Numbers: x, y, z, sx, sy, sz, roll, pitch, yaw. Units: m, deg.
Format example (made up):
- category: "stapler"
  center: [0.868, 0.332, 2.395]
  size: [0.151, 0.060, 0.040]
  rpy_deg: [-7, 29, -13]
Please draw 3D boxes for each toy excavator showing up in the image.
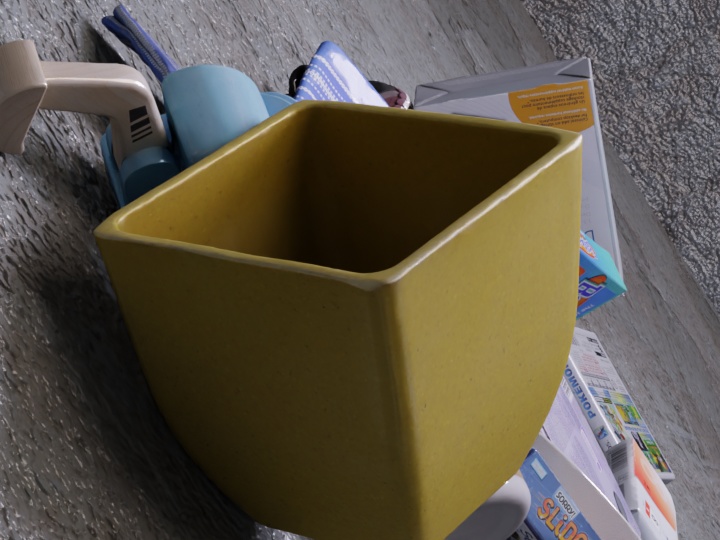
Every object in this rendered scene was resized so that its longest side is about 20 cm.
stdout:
- category: "toy excavator"
  center: [-0.117, -0.077, 1.275]
  size: [0.200, 0.194, 0.100]
  rpy_deg: [87, -16, -55]

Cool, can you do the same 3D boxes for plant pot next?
- category: "plant pot"
  center: [0.004, 0.041, 1.198]
  size: [0.194, 0.195, 0.200]
  rpy_deg: [-36, 125, -44]

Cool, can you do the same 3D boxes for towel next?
- category: "towel"
  center: [-0.091, -0.084, 1.475]
  size: [0.200, 0.024, 0.145]
  rpy_deg: [47, 0, -34]
- category: "towel"
  center: [-0.007, -0.076, 1.701]
  size: [0.145, 0.024, 0.200]
  rpy_deg: [48, 36, -23]

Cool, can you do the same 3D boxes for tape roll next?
- category: "tape roll"
  center: [0.145, 0.180, 1.617]
  size: [0.203, 0.037, 0.203]
  rpy_deg: [46, -9, 10]

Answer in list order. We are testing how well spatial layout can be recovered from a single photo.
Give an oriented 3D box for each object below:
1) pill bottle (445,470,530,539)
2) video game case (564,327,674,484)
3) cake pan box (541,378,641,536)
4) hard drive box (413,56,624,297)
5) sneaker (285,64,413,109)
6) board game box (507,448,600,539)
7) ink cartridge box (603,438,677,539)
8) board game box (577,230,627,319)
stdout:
- category: "pill bottle"
  center: [0.019, 0.086, 1.391]
  size: [0.116, 0.116, 0.200]
  rpy_deg: [33, 28, -59]
- category: "video game case"
  center: [0.254, 0.139, 2.267]
  size: [0.182, 0.022, 0.200]
  rpy_deg: [62, 14, 14]
- category: "cake pan box"
  center: [0.166, 0.167, 1.812]
  size: [0.200, 0.052, 0.184]
  rpy_deg: [64, 12, -6]
- category: "hard drive box"
  center: [0.139, -0.070, 1.910]
  size: [0.077, 0.156, 0.200]
  rpy_deg: [-80, 160, -70]
- category: "sneaker"
  center: [-0.015, -0.139, 1.836]
  size: [0.116, 0.076, 0.200]
  rpy_deg: [49, 17, -22]
- category: "board game box"
  center: [0.119, 0.189, 1.506]
  size: [0.135, 0.034, 0.200]
  rpy_deg: [15, -34, 56]
- category: "ink cartridge box"
  center: [0.293, 0.273, 2.063]
  size: [0.200, 0.050, 0.162]
  rpy_deg: [52, 15, -12]
- category: "board game box"
  center: [0.115, 0.010, 1.801]
  size: [0.200, 0.152, 0.045]
  rpy_deg: [32, 30, -59]
